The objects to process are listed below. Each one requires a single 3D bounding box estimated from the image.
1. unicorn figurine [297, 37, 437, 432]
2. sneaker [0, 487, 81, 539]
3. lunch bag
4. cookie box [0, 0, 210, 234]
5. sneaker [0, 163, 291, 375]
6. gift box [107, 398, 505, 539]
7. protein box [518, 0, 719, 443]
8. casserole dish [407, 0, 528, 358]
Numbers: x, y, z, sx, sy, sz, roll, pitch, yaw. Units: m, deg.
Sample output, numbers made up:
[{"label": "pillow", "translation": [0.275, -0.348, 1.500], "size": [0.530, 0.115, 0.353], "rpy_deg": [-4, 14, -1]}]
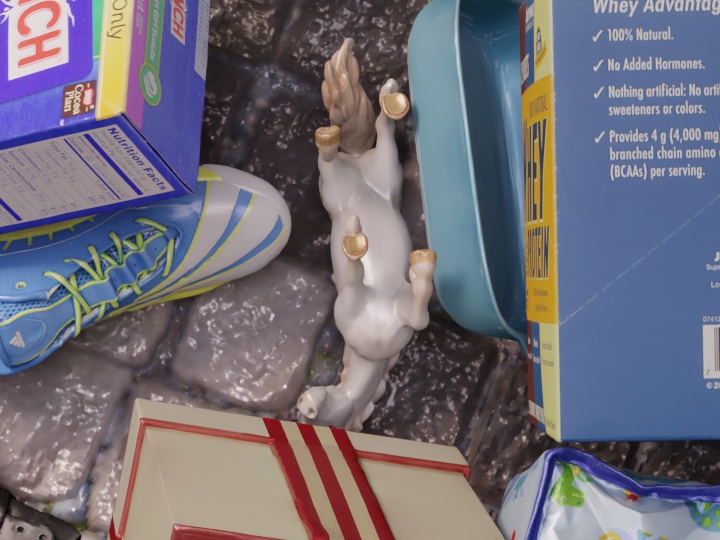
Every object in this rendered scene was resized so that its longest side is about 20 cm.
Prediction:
[{"label": "unicorn figurine", "translation": [0.000, 0.000, 1.150], "size": [0.074, 0.137, 0.201], "rpy_deg": [11, 64, 0]}, {"label": "sneaker", "translation": [-0.185, 0.127, 1.157], "size": [0.104, 0.060, 0.201], "rpy_deg": [-2, 86, 1]}, {"label": "lunch bag", "translation": [0.108, 0.194, 1.084], "size": [0.127, 0.170, 0.201], "rpy_deg": [15, 80, 3]}, {"label": "cookie box", "translation": [-0.174, -0.107, 1.099], "size": [0.199, 0.075, 0.172], "rpy_deg": [-11, 59, 21]}, {"label": "sneaker", "translation": [-0.132, 0.009, 1.147], "size": [0.199, 0.076, 0.105], "rpy_deg": [-9, 38, 9]}, {"label": "gift box", "translation": [-0.044, 0.177, 1.068], "size": [0.184, 0.187, 0.201], "rpy_deg": [14, 103, -14]}, {"label": "protein box", "translation": [0.175, -0.029, 1.053], "size": [0.198, 0.135, 0.201], "rpy_deg": [-1, 90, -1]}, {"label": "casserole dish", "translation": [0.064, -0.050, 1.157], "size": [0.039, 0.121, 0.201], "rpy_deg": [-9, 82, 26]}]
